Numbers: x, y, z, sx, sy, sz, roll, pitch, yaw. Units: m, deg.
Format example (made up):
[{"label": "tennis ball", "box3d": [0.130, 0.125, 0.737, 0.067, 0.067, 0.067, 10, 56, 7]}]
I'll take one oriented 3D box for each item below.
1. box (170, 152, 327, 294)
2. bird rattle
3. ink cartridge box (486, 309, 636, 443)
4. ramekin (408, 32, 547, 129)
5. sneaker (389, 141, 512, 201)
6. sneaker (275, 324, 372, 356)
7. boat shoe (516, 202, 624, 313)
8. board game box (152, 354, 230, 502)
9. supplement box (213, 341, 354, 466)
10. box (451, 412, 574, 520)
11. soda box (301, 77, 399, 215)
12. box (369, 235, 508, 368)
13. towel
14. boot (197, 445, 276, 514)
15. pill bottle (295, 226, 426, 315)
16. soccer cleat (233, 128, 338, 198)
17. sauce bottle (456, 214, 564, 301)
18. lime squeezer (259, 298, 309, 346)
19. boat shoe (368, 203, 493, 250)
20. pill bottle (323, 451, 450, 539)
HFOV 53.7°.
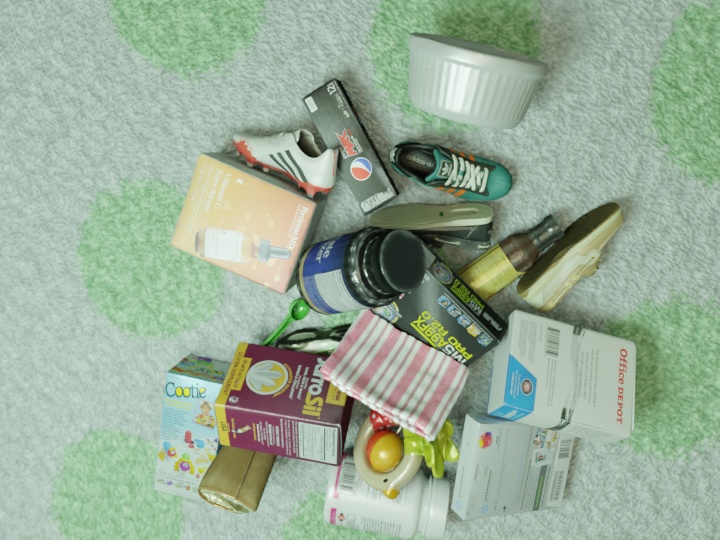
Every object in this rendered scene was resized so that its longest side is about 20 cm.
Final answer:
[{"label": "box", "box3d": [-0.173, -0.078, 1.122, 0.196, 0.106, 0.155, 22, 101, 3]}, {"label": "bird rattle", "box3d": [0.047, 0.255, 1.109, 0.199, 0.112, 0.165, 34, 88, 37]}, {"label": "ink cartridge box", "box3d": [0.303, 0.162, 1.071, 0.195, 0.085, 0.149, 15, 66, -5]}, {"label": "ramekin", "box3d": [0.158, -0.269, 1.011, 0.197, 0.203, 0.096, 13, 112, 4]}, {"label": "sneaker", "box3d": [0.137, -0.148, 1.084, 0.195, 0.080, 0.073, 14, 101, 4]}, {"label": "sneaker", "box3d": [-0.039, 0.143, 1.168, 0.195, 0.077, 0.091, -3, 110, 14]}, {"label": "boat shoe", "box3d": [0.330, -0.017, 1.094, 0.066, 0.074, 0.200, 42, 104, -14]}, {"label": "board game box", "box3d": [-0.271, 0.261, 1.192, 0.102, 0.103, 0.205, 11, 101, 5]}, {"label": "supplement box", "box3d": [-0.113, 0.206, 1.107, 0.194, 0.132, 0.105, 8, 131, 6]}, {"label": "box", "box3d": [0.244, 0.302, 1.119, 0.195, 0.041, 0.160, 2, 102, -28]}, {"label": "soda box", "box3d": [-0.013, -0.190, 1.101, 0.062, 0.071, 0.203, -27, 96, 9]}, {"label": "box", "box3d": [0.106, 0.067, 1.104, 0.200, 0.044, 0.160, 44, 135, -1]}, {"label": "towel", "box3d": [0.054, 0.151, 1.066, 0.197, 0.147, 0.030, 28, 138, 12]}, {"label": "boot", "box3d": [-0.140, 0.296, 1.135, 0.171, 0.202, 0.067, 12, 133, 11]}, {"label": "pill bottle", "box3d": [0.000, 0.000, 1.029, 0.198, 0.111, 0.114, -13, 100, 52]}, {"label": "soccer cleat", "box3d": [-0.114, -0.185, 1.094, 0.198, 0.068, 0.087, 31, 116, 26]}, {"label": "sauce bottle", "box3d": [0.224, -0.012, 1.105, 0.198, 0.065, 0.065, -36, 94, 13]}, {"label": "lime squeezer", "box3d": [-0.079, 0.065, 1.153, 0.196, 0.071, 0.038, -22, 115, 9]}, {"label": "boat shoe", "box3d": [0.108, -0.063, 1.111, 0.194, 0.072, 0.069, 2, 125, 12]}, {"label": "pill bottle", "box3d": [0.044, 0.372, 1.166, 0.195, 0.113, 0.116, 10, 101, 6]}]
